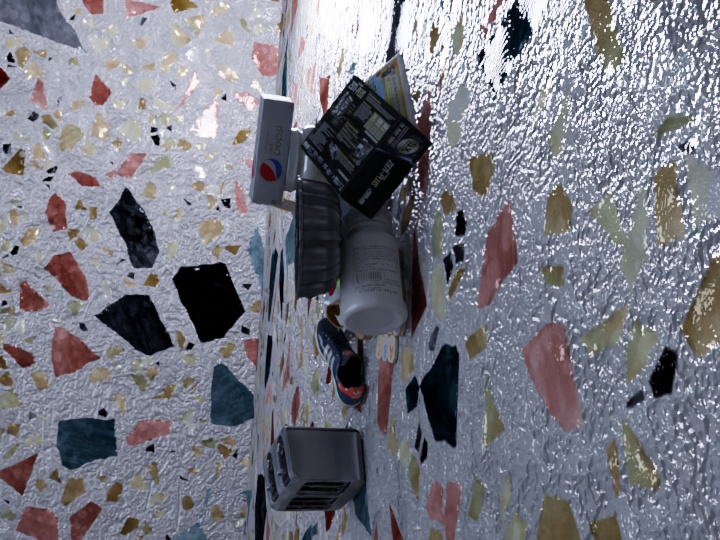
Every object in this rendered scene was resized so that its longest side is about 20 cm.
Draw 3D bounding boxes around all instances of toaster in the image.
[{"bbox_3d":[-0.091,0.404,1.544,0.182,0.195,0.121,124,146,-48],"label":"toaster"}]

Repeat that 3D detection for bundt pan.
[{"bbox_3d":[-0.072,-0.054,1.265,0.202,0.074,0.208,180,90,-83],"label":"bundt pan"}]

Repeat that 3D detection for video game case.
[{"bbox_3d":[0.021,-0.278,1.399,0.180,0.023,0.204,-33,46,30],"label":"video game case"}]

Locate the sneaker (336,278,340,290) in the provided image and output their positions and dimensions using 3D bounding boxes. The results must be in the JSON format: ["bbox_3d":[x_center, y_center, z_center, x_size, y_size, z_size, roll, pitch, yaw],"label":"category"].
[{"bbox_3d":[0.000,0.000,1.513,0.084,0.076,0.200,-48,12,11],"label":"sneaker"}]

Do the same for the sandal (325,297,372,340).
[{"bbox_3d":[-0.035,0.083,1.523,0.212,0.068,0.080,-141,60,-68],"label":"sandal"}]

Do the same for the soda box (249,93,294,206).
[{"bbox_3d":[-0.174,-0.234,1.470,0.068,0.062,0.205,-122,39,-66],"label":"soda box"}]

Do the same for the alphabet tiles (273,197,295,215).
[{"bbox_3d":[-0.092,-0.125,1.651,0.200,0.191,0.015,175,111,-76],"label":"alphabet tiles"}]

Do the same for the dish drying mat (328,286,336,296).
[{"bbox_3d":[-0.052,-0.017,1.591,0.201,0.018,0.078,98,-169,-66],"label":"dish drying mat"}]

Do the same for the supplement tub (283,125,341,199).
[{"bbox_3d":[-0.058,-0.213,1.529,0.145,0.195,0.149,-175,90,-75],"label":"supplement tub"}]

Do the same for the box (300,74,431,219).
[{"bbox_3d":[0.004,-0.214,1.290,0.165,0.085,0.201,-51,39,10],"label":"box"}]

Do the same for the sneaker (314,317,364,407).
[{"bbox_3d":[-0.036,0.175,1.561,0.203,0.073,0.085,66,152,25],"label":"sneaker"}]

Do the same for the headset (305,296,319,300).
[{"bbox_3d":[-0.112,-0.019,1.717,0.124,0.092,0.202,58,172,45],"label":"headset"}]

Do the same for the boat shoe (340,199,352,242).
[{"bbox_3d":[-0.012,-0.054,1.433,0.199,0.073,0.069,42,146,30],"label":"boat shoe"}]

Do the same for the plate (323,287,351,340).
[{"bbox_3d":[-0.045,0.092,1.730,0.202,0.031,0.203,111,158,-48],"label":"plate"}]

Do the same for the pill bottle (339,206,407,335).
[{"bbox_3d":[0.018,-0.004,1.290,0.115,0.111,0.205,117,154,-56],"label":"pill bottle"}]

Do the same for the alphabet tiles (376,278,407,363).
[{"bbox_3d":[0.049,0.066,1.393,0.200,0.014,0.202,172,102,-75],"label":"alphabet tiles"}]

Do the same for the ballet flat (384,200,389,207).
[{"bbox_3d":[0.000,-0.101,1.508,0.201,0.068,0.071,121,150,-58],"label":"ballet flat"}]
